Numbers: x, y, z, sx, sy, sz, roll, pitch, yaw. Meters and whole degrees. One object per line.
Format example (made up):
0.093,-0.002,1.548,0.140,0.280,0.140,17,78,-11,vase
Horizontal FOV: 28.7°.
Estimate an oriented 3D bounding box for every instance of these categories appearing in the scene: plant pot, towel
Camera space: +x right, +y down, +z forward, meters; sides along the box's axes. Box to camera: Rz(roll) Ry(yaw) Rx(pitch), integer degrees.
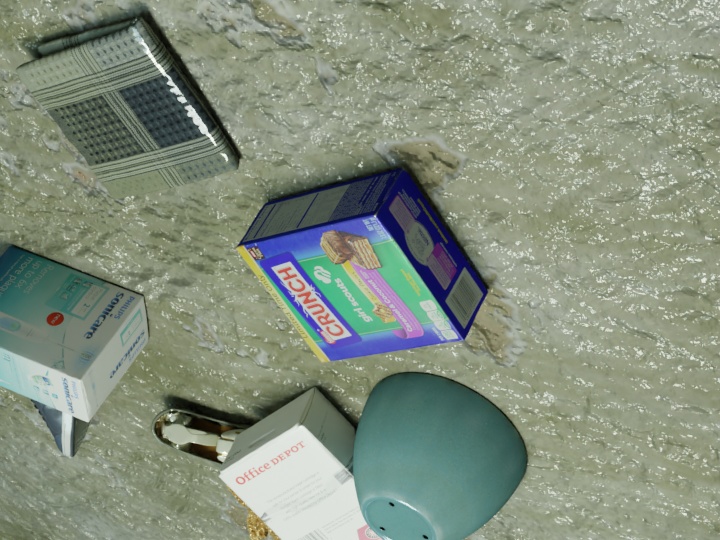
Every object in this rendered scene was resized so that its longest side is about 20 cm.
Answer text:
0.070,0.233,1.577,0.199,0.135,0.201,19,139,18,plant pot
-0.240,-0.166,1.464,0.199,0.035,0.193,-9,128,38,towel

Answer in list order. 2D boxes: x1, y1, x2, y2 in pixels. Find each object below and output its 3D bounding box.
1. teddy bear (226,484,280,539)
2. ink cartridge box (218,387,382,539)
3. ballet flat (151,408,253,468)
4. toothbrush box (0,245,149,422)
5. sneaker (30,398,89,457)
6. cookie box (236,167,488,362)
-0.096,0.321,1.838,0.144,0.067,0.201,3,133,29,teddy bear
-0.048,0.258,1.696,0.146,0.083,0.200,-33,109,28,ink cartridge box
-0.179,0.221,1.782,0.199,0.068,0.064,12,177,28,ballet flat
-0.379,0.075,1.713,0.199,0.147,0.086,21,140,16,toothbrush box
-0.436,0.156,1.880,0.145,0.077,0.204,12,128,9,sneaker
0.000,0.000,1.428,0.199,0.075,0.172,-12,124,43,cookie box
